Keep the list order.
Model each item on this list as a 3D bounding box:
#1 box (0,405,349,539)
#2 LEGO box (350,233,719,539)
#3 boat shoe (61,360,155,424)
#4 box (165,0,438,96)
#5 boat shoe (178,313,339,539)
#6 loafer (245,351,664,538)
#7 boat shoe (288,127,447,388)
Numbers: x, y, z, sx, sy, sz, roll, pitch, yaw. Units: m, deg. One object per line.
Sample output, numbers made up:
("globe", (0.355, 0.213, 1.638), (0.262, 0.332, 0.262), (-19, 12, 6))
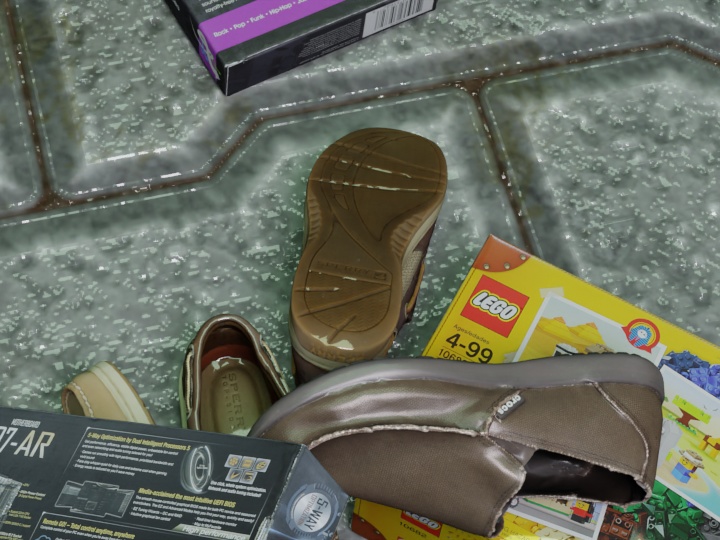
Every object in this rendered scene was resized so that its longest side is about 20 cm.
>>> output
("box", (-0.122, 0.142, 0.828), (0.198, 0.044, 0.161), (2, 56, 35))
("LEGO box", (0.116, 0.098, 0.952), (0.199, 0.077, 0.150), (26, 62, 10))
("boat shoe", (-0.114, 0.136, 0.914), (0.069, 0.074, 0.201), (-14, 61, -17))
("box", (-0.063, -0.208, 1.139), (0.142, 0.036, 0.201), (-24, 66, -18))
("boat shoe", (-0.049, 0.114, 0.931), (0.074, 0.075, 0.204), (-15, 62, -13))
("loafer", (0.046, 0.081, 0.868), (0.198, 0.073, 0.072), (-6, 61, -8))
("boat shoe", (0.000, 0.000, 1.006), (0.071, 0.072, 0.201), (11, 38, 1))
